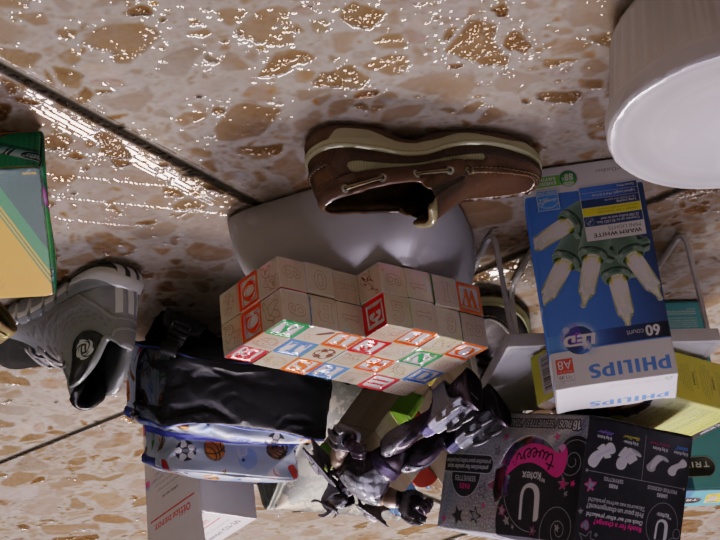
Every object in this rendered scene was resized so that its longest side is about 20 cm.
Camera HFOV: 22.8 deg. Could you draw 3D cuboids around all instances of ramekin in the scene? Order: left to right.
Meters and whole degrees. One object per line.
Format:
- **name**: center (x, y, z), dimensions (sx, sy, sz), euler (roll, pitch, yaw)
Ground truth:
- **ramekin**: center (0.274, -0.148, 1.311), dimensions (0.201, 0.095, 0.203), euler (-5, 153, -2)

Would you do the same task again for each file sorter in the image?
- **file sorter**: center (0.205, 0.044, 1.647), dimensions (0.198, 0.125, 0.139), euler (-1, 152, -12)

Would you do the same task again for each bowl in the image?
- **bowl**: center (0.000, 0.000, 1.574), dimensions (0.198, 0.075, 0.200), euler (-14, 153, 12)

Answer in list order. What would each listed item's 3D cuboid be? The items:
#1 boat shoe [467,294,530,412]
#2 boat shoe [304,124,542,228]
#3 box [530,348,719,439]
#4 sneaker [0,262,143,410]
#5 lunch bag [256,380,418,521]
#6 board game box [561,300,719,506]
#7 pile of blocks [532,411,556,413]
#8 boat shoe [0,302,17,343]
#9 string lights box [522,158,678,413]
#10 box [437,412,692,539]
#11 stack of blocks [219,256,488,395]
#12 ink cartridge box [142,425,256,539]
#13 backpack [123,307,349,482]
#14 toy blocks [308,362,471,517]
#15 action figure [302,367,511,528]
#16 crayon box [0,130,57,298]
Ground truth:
- **boat shoe**: center (0.141, 0.088, 1.786), dimensions (0.073, 0.065, 0.200), euler (-11, 151, 17)
- **boat shoe**: center (0.053, -0.066, 1.445), dimensions (0.201, 0.075, 0.075), euler (1, 152, -14)
- **box**: center (0.247, 0.104, 1.583), dimensions (0.199, 0.050, 0.075), euler (14, 147, -36)
- **sneaker**: center (-0.272, 0.079, 1.623), dimensions (0.075, 0.116, 0.199), euler (18, 145, -40)
- **lunch bag**: center (-0.007, 0.143, 1.802), dimensions (0.163, 0.118, 0.201), euler (8, 124, -27)
- **board game box**: center (0.273, 0.131, 1.752), dimensions (0.150, 0.201, 0.047), euler (-1, 154, -10)
- **pile of blocks**: center (0.282, 0.172, 1.995), dimensions (0.199, 0.063, 0.082), euler (-17, 152, 20)
- **boat shoe**: center (-0.343, 0.004, 1.520), dimensions (0.066, 0.074, 0.201), euler (-24, 149, -10)
- **string lights box**: center (0.198, 0.011, 1.494), dimensions (0.102, 0.201, 0.059), euler (-8, 154, 3)
- **box**: center (0.179, 0.193, 1.605), dimensions (0.131, 0.116, 0.199), euler (13, 169, -32)
- **stack of blocks**: center (-0.005, 0.043, 1.508), dimensions (0.199, 0.059, 0.115), euler (14, 147, -36)
- **ink cartridge box**: center (-0.164, 0.211, 1.817), dimensions (0.067, 0.201, 0.116), euler (12, 149, -32)
- **backpack**: center (-0.132, 0.119, 1.676), dimensions (0.199, 0.155, 0.190), euler (13, -177, -25)
- **toy blocks**: center (0.055, 0.155, 1.712), dimensions (0.100, 0.200, 0.137), euler (9, 143, 46)
- **action figure**: center (0.035, 0.164, 1.591), dimensions (0.200, 0.070, 0.130), euler (-37, 127, 19)
- **crayon box**: center (-0.339, -0.039, 1.382), dimensions (0.198, 0.058, 0.120), euler (-4, 124, -6)
